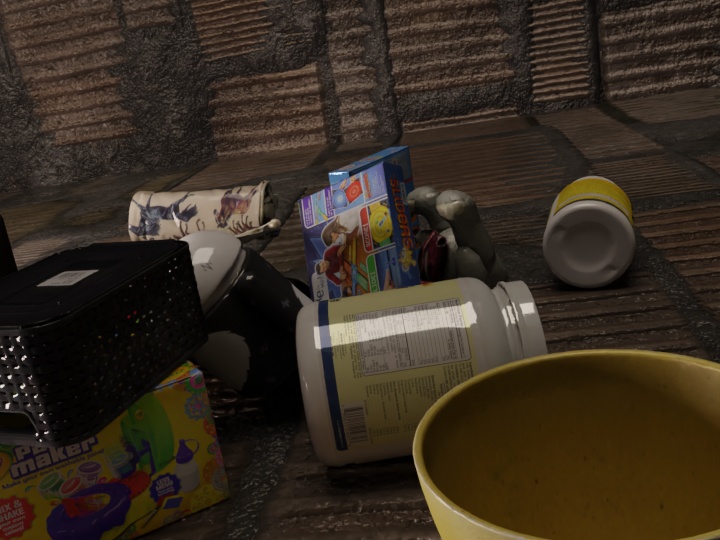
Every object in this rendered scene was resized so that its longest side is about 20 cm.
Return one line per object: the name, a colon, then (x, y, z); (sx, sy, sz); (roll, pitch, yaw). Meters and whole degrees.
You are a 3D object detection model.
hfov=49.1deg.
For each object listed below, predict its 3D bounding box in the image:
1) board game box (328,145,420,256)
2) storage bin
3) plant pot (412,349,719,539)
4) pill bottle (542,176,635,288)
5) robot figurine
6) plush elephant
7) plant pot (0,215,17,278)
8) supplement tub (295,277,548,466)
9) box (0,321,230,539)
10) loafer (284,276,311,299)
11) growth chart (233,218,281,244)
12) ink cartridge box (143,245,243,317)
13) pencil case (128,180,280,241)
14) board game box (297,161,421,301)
board game box: (0.029, -0.049, 1.037); (0.037, 0.201, 0.151); (1, 19, 34)
storage bin: (-0.229, 0.049, 0.635); (0.135, 0.094, 0.200); (-2, 19, 20)
plant pot: (0.138, 0.148, 0.434); (0.199, 0.142, 0.200); (-10, 17, 3)
pill bottle: (0.312, -0.061, 1.068); (0.114, 0.115, 0.200); (-4, 18, 19)
robot figurine: (-0.122, 0.050, 0.797); (0.150, 0.200, 0.125); (-41, 21, 16)
plush elephant: (0.078, 0.019, 0.896); (0.155, 0.200, 0.165); (-35, 19, -5)
plant pot: (-0.539, 0.053, 1.023); (0.199, 0.201, 0.177); (-17, 19, -24)
supplement tub: (0.052, 0.085, 0.686); (0.199, 0.145, 0.145); (-9, 17, 0)
box: (-0.249, 0.146, 0.691); (0.200, 0.122, 0.192); (-17, 18, -25)
loafer: (-0.078, 0.043, 0.935); (0.072, 0.073, 0.200); (-28, -22, 38)
growth chart: (-0.190, -0.026, 0.899); (0.200, 0.018, 0.145); (-15, 0, -43)
ink cartridge box: (-0.236, 0.021, 1.025); (0.175, 0.084, 0.200); (-10, 17, -6)
pencil case: (-0.208, -0.073, 1.038); (0.199, 0.078, 0.089); (-4, 2, 10)
board game box: (0.000, 0.000, 0.849); (0.135, 0.201, 0.034); (-18, -16, 41)
